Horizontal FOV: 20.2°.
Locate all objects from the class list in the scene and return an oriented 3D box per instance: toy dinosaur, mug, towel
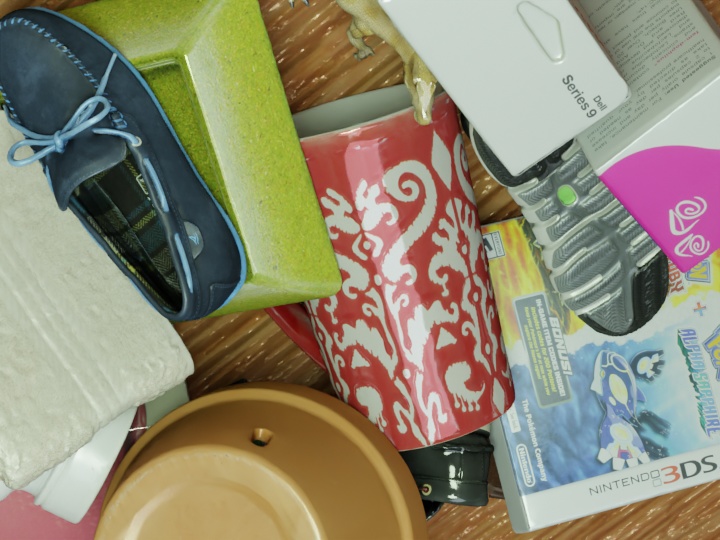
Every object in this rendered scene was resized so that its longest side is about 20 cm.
[{"bbox_3d":[-0.012,-0.173,1.153,0.058,0.101,0.200,-41,94,-4],"label":"toy dinosaur"},{"bbox_3d":[0.011,-0.004,1.254,0.133,0.177,0.201,-21,103,-23],"label":"mug"},{"bbox_3d":[-0.199,0.010,1.123,0.132,0.034,0.201,-34,86,-27],"label":"towel"}]

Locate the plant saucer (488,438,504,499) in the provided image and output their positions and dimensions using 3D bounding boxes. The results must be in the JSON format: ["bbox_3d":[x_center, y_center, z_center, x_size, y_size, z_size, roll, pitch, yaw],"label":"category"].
[{"bbox_3d":[0.127,0.089,1.423,0.199,0.035,0.202,-6,124,-9],"label":"plant saucer"}]

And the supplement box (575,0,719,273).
[{"bbox_3d":[0.176,-0.109,1.203,0.103,0.200,0.101,-38,123,12],"label":"supplement box"}]

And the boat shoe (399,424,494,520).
[{"bbox_3d":[0.018,0.139,1.348,0.073,0.064,0.201,8,165,-30],"label":"boat shoe"}]

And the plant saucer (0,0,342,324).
[{"bbox_3d":[-0.132,-0.055,1.175,0.199,0.048,0.201,-10,107,25],"label":"plant saucer"}]

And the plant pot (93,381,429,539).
[{"bbox_3d":[-0.070,0.164,1.153,0.198,0.140,0.202,-1,87,12],"label":"plant pot"}]

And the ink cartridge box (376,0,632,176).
[{"bbox_3d":[0.060,-0.169,1.136,0.084,0.200,0.146,-35,123,11],"label":"ink cartridge box"}]

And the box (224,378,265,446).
[{"bbox_3d":[-0.048,0.185,1.341,0.036,0.200,0.145,-25,124,3],"label":"box"}]

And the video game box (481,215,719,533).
[{"bbox_3d":[0.164,0.053,1.323,0.181,0.047,0.202,-14,85,-13],"label":"video game box"}]

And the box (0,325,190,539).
[{"bbox_3d":[-0.205,0.117,1.303,0.198,0.128,0.110,-9,123,-8],"label":"box"}]

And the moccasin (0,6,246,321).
[{"bbox_3d":[-0.136,-0.061,1.107,0.200,0.068,0.080,48,120,1],"label":"moccasin"}]

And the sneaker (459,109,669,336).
[{"bbox_3d":[0.123,-0.057,1.274,0.075,0.116,0.201,-32,120,3],"label":"sneaker"}]

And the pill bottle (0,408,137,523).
[{"bbox_3d":[-0.234,0.066,1.168,0.199,0.111,0.111,27,114,-10],"label":"pill bottle"}]
